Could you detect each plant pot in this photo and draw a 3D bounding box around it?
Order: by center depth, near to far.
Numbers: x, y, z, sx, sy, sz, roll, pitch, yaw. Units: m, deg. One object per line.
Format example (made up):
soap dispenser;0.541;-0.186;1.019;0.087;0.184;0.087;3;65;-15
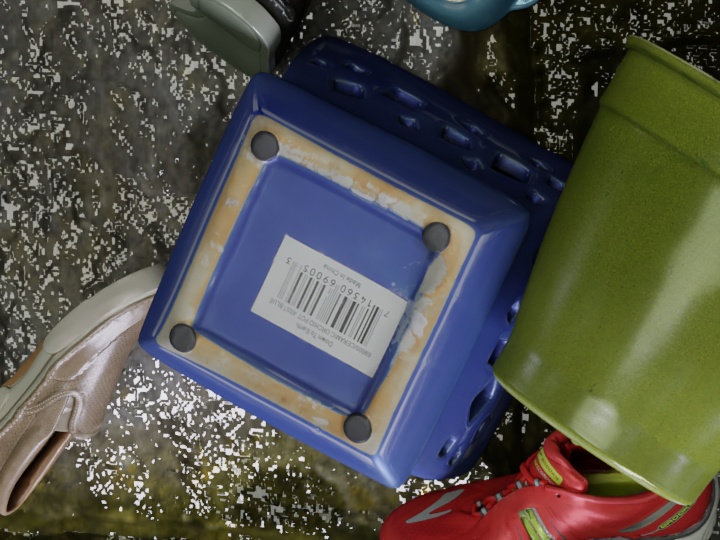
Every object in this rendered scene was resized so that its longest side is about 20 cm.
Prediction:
plant pot;0.172;0.011;1.313;0.200;0.200;0.193;35;94;9
plant pot;0.000;0.000;1.389;0.199;0.180;0.201;28;103;11

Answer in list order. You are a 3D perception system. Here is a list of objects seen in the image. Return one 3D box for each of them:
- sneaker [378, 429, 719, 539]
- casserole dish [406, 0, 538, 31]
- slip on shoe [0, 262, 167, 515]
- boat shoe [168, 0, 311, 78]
sneaker;0.103;0.126;1.414;0.199;0.077;0.085;-12;133;5
casserole dish;0.030;-0.225;1.425;0.200;0.039;0.121;39;105;9
slip on shoe;-0.174;0.073;1.501;0.200;0.076;0.061;-40;80;20
boat shoe;-0.061;-0.153;1.390;0.072;0.201;0.061;36;85;-8
